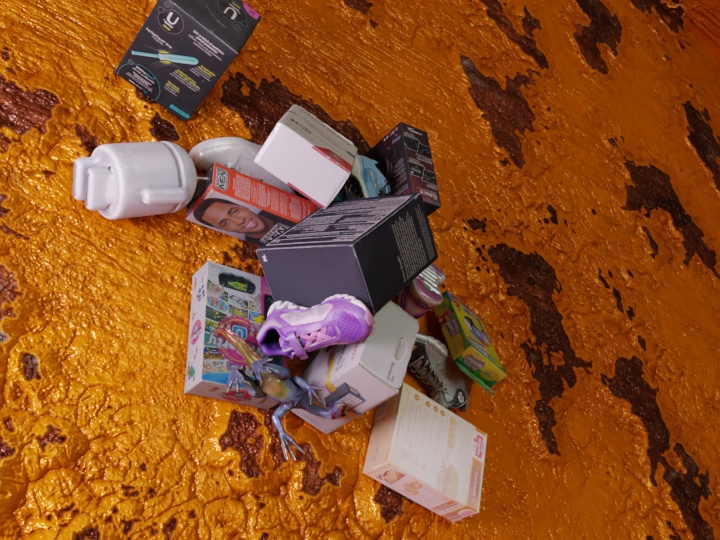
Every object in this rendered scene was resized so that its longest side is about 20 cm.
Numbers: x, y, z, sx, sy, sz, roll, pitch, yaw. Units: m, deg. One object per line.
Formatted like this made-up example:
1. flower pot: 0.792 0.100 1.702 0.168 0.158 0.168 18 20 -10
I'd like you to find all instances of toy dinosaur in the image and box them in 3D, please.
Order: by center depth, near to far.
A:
1. toy dinosaur: -0.101 0.165 1.151 0.181 0.105 0.201 28 33 -52

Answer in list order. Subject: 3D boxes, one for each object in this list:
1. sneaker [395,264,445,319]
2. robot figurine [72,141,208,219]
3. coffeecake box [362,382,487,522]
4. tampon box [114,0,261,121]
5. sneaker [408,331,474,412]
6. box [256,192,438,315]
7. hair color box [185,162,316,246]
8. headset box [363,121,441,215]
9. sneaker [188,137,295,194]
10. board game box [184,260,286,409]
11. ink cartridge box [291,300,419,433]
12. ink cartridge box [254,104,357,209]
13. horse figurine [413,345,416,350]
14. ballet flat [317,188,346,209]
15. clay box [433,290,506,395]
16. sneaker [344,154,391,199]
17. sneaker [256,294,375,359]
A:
1. sneaker: 0.107 0.035 1.503 0.080 0.089 0.200 35 23 -6
2. robot figurine: -0.337 -0.140 1.206 0.199 0.113 0.169 -13 38 -44
3. coffeecake box: 0.115 0.311 1.338 0.200 0.073 0.154 34 46 -20
4. tampon box: -0.295 -0.389 1.342 0.150 0.200 0.127 35 46 -19
5. sneaker: 0.132 0.197 1.429 0.200 0.075 0.116 31 49 -23
6. box: -0.019 -0.025 1.237 0.198 0.199 0.124 -37 117 -45
7. hair color box: -0.182 -0.100 1.326 0.199 0.101 0.062 20 51 -29
8. headset box: 0.076 -0.166 1.559 0.077 0.149 0.201 15 56 -34
9. sneaker: -0.197 -0.163 1.375 0.199 0.074 0.116 1 60 -42
10. board game box: -0.190 0.102 1.217 0.147 0.064 0.201 18 54 -32
11. ink cartridge box: -0.010 0.151 1.239 0.087 0.200 0.146 37 46 -18
12. ink cartridge box: -0.089 -0.202 1.363 0.146 0.083 0.200 34 18 -8
13. horse figurine: 0.037 0.116 1.336 0.050 0.201 0.133 -10 43 -35
14. ballet flat: -0.067 -0.120 1.454 0.072 0.072 0.200 41 19 -13
15. clay box: 0.207 0.137 1.485 0.115 0.048 0.200 38 19 -31
16. sneaker: 0.022 -0.154 1.479 0.089 0.079 0.201 5 46 -18
17. sneaker: -0.072 0.091 1.143 0.088 0.199 0.081 -46 121 -49
